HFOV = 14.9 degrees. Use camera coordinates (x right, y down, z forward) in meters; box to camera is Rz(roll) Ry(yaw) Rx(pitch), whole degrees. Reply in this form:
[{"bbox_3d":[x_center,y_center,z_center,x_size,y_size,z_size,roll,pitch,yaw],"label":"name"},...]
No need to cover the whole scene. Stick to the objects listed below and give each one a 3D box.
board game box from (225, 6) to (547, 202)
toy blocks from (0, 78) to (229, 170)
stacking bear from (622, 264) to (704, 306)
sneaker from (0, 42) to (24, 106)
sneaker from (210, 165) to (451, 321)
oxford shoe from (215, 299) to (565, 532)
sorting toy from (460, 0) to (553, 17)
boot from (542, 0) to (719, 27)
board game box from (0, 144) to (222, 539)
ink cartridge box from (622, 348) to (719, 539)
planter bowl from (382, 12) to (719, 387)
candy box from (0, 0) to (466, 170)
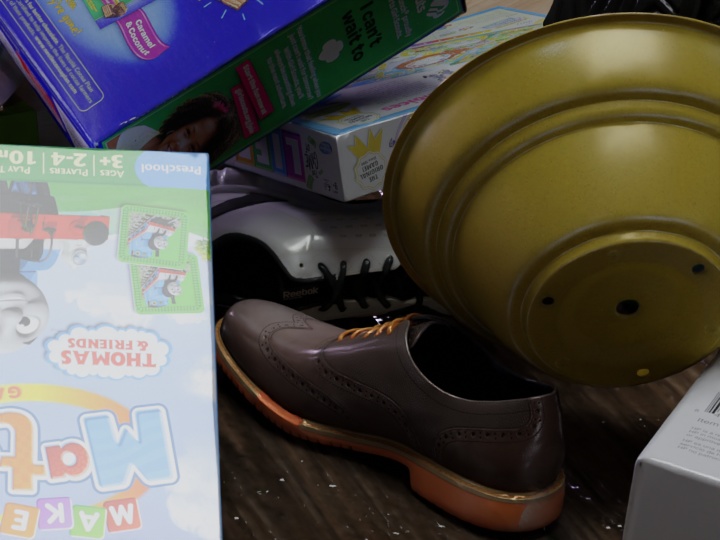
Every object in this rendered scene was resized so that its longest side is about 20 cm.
[{"bbox_3d":[0.034,-0.088,1.393,0.199,0.034,0.134,-19,21,-30],"label":"board game box"},{"bbox_3d":[-0.119,-0.088,1.482,0.199,0.101,0.137,-11,20,-20],"label":"toy blocks"},{"bbox_3d":[0.129,-0.036,1.416,0.198,0.122,0.114,2,23,7],"label":"stacking bear"},{"bbox_3d":[-0.215,-0.122,1.418,0.080,0.071,0.200,49,4,-14],"label":"sneaker"},{"bbox_3d":[0.000,0.000,1.357,0.198,0.074,0.080,3,30,11],"label":"sneaker"},{"bbox_3d":[0.015,0.045,1.256,0.199,0.073,0.071,24,32,31],"label":"oxford shoe"},{"bbox_3d":[0.029,-0.133,1.616,0.198,0.070,0.200,22,31,28],"label":"sorting toy"},{"bbox_3d":[0.132,-0.074,1.317,0.079,0.212,0.157,44,25,22],"label":"boot"},{"bbox_3d":[-0.137,0.037,1.180,0.150,0.037,0.201,2,58,-10],"label":"board game box"},{"bbox_3d":[0.212,0.094,1.196,0.144,0.085,0.200,17,29,19],"label":"ink cartridge box"},{"bbox_3d":[0.111,-0.009,1.198,0.199,0.201,0.084,3,44,-8],"label":"planter bowl"},{"bbox_3d":[-0.077,-0.149,1.327,0.199,0.077,0.169,-33,61,-8],"label":"candy box"}]
